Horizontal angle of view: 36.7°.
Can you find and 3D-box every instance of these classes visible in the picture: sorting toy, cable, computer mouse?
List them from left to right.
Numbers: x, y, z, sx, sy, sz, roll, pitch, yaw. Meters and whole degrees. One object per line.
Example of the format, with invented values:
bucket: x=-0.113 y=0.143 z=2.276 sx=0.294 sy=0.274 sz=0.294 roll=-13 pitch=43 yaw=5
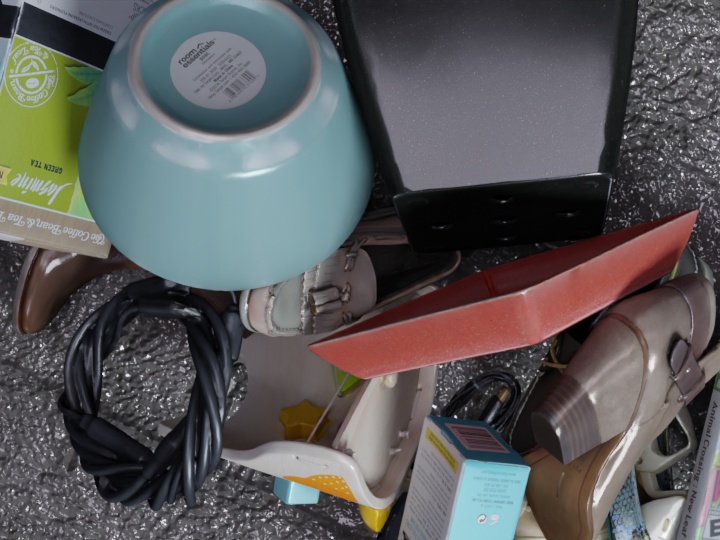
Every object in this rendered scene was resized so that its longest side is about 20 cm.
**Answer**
cable: x=-0.150 y=0.086 z=0.768 sx=0.199 sy=0.050 sz=0.165 roll=-13 pitch=76 yaw=43
sorting toy: x=-0.048 y=0.096 z=0.804 sx=0.178 sy=0.200 sz=0.108 roll=7 pitch=125 yaw=20
computer mouse: x=0.057 y=0.161 z=0.781 sx=0.058 sy=0.034 sz=0.202 roll=28 pitch=101 yaw=17

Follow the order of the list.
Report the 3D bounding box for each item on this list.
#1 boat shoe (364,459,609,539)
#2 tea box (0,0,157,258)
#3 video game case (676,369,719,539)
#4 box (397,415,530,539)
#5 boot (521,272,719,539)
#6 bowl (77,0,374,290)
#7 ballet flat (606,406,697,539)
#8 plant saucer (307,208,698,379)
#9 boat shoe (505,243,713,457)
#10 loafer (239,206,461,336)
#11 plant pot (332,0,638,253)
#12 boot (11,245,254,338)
boat shoe: x=0.100 y=0.168 z=0.820 sx=0.198 sy=0.072 sz=0.066 roll=1 pitch=96 yaw=13
tea box: x=-0.268 y=-0.130 z=0.787 sx=0.198 sy=0.133 sz=0.199 roll=14 pitch=90 yaw=34
video game case: x=0.322 y=0.127 z=0.765 sx=0.198 sy=0.022 sz=0.184 roll=11 pitch=94 yaw=-23
box: x=0.057 y=0.208 z=0.735 sx=0.049 sy=0.082 sz=0.202 roll=8 pitch=101 yaw=-17
boot: x=0.177 y=0.096 z=0.712 sx=0.146 sy=0.201 sz=0.070 roll=-35 pitch=54 yaw=-18
bowl: x=-0.083 y=-0.100 z=0.687 sx=0.198 sy=0.105 sz=0.203 roll=3 pitch=62 yaw=-6
ballet flat: x=0.209 y=0.146 z=0.775 sx=0.073 sy=0.074 sz=0.202 roll=-8 pitch=73 yaw=8
plant saucer: x=0.097 y=0.021 z=0.713 sx=0.199 sy=0.199 sz=0.037 roll=-17 pitch=93 yaw=48
boat shoe: x=0.164 y=0.057 z=0.770 sx=0.060 sy=0.072 sz=0.202 roll=37 pitch=91 yaw=-38
loafer: x=0.000 y=0.000 z=0.763 sx=0.062 sy=0.199 sz=0.073 roll=21 pitch=117 yaw=30
plant pot: x=0.088 y=-0.117 z=0.727 sx=0.197 sy=0.200 sz=0.180 roll=-5 pitch=76 yaw=8
boot: x=-0.154 y=0.012 z=0.855 sx=0.199 sy=0.064 sz=0.188 roll=30 pitch=96 yaw=3
